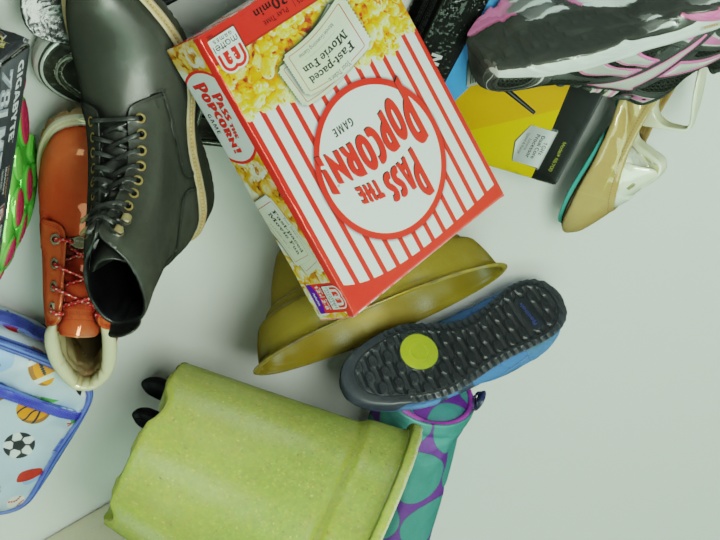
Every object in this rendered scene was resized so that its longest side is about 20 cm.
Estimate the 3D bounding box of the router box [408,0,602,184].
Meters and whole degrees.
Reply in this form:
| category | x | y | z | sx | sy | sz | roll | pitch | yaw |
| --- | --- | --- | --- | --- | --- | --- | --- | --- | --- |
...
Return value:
| category | x | y | z | sx | sy | sz | roll | pitch | yaw |
| --- | --- | --- | --- | --- | --- | --- | --- | --- | --- |
| router box | 0.111 | -0.171 | 1.108 | 0.148 | 0.051 | 0.201 | 13 | 119 | -23 |

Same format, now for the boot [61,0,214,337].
| category | x | y | z | sx | sy | sz | roll | pitch | yaw |
| --- | --- | --- | --- | --- | --- | --- | --- | --- | --- |
| boot | -0.148 | -0.074 | 0.984 | 0.077 | 0.139 | 0.201 | -8 | 123 | 19 |

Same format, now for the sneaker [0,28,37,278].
| category | x | y | z | sx | sy | sz | roll | pitch | yaw |
| --- | --- | --- | --- | --- | --- | --- | --- | --- | --- |
| sneaker | -0.267 | -0.078 | 1.078 | 0.083 | 0.077 | 0.201 | 6 | 123 | 4 |

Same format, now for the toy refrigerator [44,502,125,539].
| category | x | y | z | sx | sy | sz | roll | pitch | yaw |
| --- | --- | --- | --- | --- | --- | --- | --- | --- | --- |
| toy refrigerator | -0.186 | 0.237 | 1.312 | 0.199 | 0.070 | 0.076 | -30 | 126 | 7 |

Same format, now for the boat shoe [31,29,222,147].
| category | x | y | z | sx | sy | sz | roll | pitch | yaw |
| --- | --- | --- | --- | --- | --- | --- | --- | --- | --- |
| boat shoe | -0.122 | -0.123 | 1.076 | 0.198 | 0.064 | 0.071 | 8 | 122 | -18 |

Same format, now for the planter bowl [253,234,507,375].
| category | x | y | z | sx | sy | sz | roll | pitch | yaw |
| --- | --- | --- | --- | --- | --- | --- | --- | --- | --- |
| planter bowl | 0.000 | 0.000 | 1.158 | 0.199 | 0.084 | 0.200 | -22 | 171 | -4 |

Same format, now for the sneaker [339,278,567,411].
| category | x | y | z | sx | sy | sz | roll | pitch | yaw |
| --- | --- | --- | --- | --- | --- | --- | --- | --- | --- |
| sneaker | 0.069 | 0.071 | 1.236 | 0.199 | 0.066 | 0.079 | -21 | 160 | -25 |

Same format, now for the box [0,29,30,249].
| category | x | y | z | sx | sy | sz | roll | pitch | yaw |
| --- | --- | --- | --- | --- | --- | --- | --- | --- | --- |
| box | -0.318 | -0.083 | 1.014 | 0.197 | 0.050 | 0.201 | 19 | 121 | 6 |

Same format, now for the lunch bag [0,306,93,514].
| category | x | y | z | sx | sy | sz | roll | pitch | yaw |
| --- | --- | --- | --- | --- | --- | --- | --- | --- | --- |
| lunch bag | -0.306 | 0.087 | 1.174 | 0.199 | 0.076 | 0.161 | 24 | 114 | -29 |

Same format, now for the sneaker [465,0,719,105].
| category | x | y | z | sx | sy | sz | roll | pitch | yaw |
| --- | --- | --- | --- | --- | --- | --- | --- | --- | --- |
| sneaker | 0.172 | -0.143 | 1.068 | 0.198 | 0.081 | 0.087 | -11 | 137 | -3 |

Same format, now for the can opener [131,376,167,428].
| category | x | y | z | sx | sy | sz | roll | pitch | yaw |
| --- | --- | --- | --- | --- | --- | --- | --- | --- | --- |
| can opener | -0.093 | 0.139 | 1.277 | 0.199 | 0.064 | 0.079 | 32 | 139 | -20 |

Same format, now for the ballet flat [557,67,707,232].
| category | x | y | z | sx | sy | sz | roll | pitch | yaw |
| --- | --- | --- | --- | --- | --- | --- | --- | --- | --- |
| ballet flat | 0.206 | -0.102 | 1.165 | 0.063 | 0.069 | 0.201 | 28 | 120 | 14 |

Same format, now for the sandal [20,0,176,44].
| category | x | y | z | sx | sy | sz | roll | pitch | yaw |
| --- | --- | --- | --- | --- | --- | --- | --- | --- | --- |
| sandal | -0.126 | -0.201 | 1.020 | 0.199 | 0.048 | 0.076 | -21 | 108 | -3 |

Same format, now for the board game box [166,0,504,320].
| category | x | y | z | sx | sy | sz | roll | pitch | yaw |
| --- | --- | --- | --- | --- | --- | --- | --- | --- | --- |
| board game box | -0.012 | -0.093 | 1.030 | 0.151 | 0.046 | 0.201 | -39 | 107 | -30 |

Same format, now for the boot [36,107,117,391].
| category | x | y | z | sx | sy | sz | roll | pitch | yaw |
| --- | --- | --- | --- | --- | --- | --- | --- | --- | --- |
| boot | -0.187 | -0.011 | 1.099 | 0.074 | 0.108 | 0.201 | 1 | 130 | -4 |

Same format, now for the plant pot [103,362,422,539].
| category | x | y | z | sx | sy | sz | roll | pitch | yaw |
| --- | --- | --- | --- | --- | --- | --- | --- | --- | --- |
| plant pot | -0.079 | 0.164 | 1.159 | 0.183 | 0.201 | 0.201 | 26 | 118 | -1 |

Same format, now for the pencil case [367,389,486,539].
| category | x | y | z | sx | sy | sz | roll | pitch | yaw |
| --- | --- | --- | --- | --- | --- | --- | --- | --- | --- |
| pencil case | 0.035 | 0.167 | 1.309 | 0.085 | 0.092 | 0.201 | 24 | 124 | 12 |
